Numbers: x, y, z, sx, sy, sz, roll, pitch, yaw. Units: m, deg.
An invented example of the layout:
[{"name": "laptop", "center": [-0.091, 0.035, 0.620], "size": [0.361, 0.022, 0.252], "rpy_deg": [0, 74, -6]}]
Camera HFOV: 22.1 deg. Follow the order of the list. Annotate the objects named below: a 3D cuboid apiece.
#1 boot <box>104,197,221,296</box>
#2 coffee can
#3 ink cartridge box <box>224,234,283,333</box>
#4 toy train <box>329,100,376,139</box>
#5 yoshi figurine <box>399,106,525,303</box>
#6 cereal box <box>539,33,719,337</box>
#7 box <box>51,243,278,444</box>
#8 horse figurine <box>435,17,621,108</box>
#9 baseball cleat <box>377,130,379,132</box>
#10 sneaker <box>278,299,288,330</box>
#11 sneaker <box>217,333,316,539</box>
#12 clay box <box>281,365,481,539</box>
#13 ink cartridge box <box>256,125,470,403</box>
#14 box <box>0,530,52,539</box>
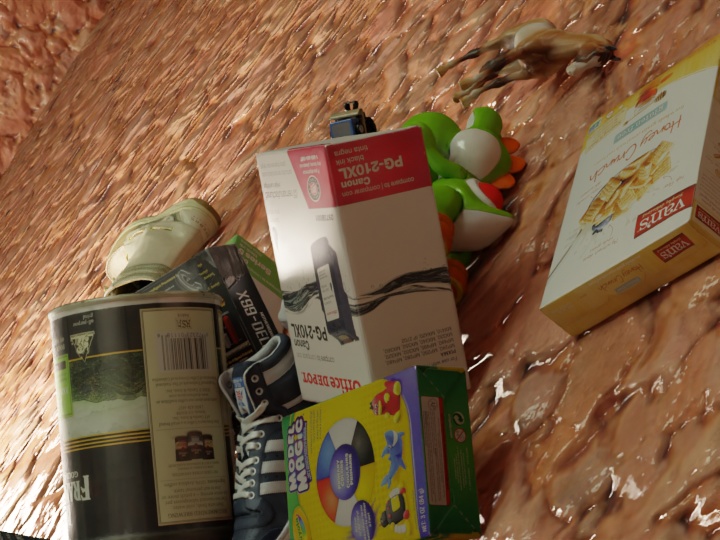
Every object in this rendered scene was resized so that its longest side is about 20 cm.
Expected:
[{"name": "boot", "center": [-0.264, 0.005, 2.196], "size": [0.200, 0.072, 0.155], "rpy_deg": [-27, 25, 43]}, {"name": "coffee can", "center": [-0.175, 0.127, 1.511], "size": [0.146, 0.146, 0.201], "rpy_deg": [-20, 74, 57]}, {"name": "ink cartridge box", "center": [-0.151, 0.085, 1.772], "size": [0.145, 0.084, 0.200], "rpy_deg": [-39, 23, 32]}, {"name": "toy train", "center": [0.003, -0.038, 1.502], "size": [0.034, 0.201, 0.046], "rpy_deg": [-10, -1, 35]}, {"name": "yoshi figurine", "center": [0.060, -0.065, 1.527], "size": [0.112, 0.112, 0.200], "rpy_deg": [-43, 16, 43]}, {"name": "cereal box", "center": [0.201, -0.061, 1.284], "size": [0.144, 0.039, 0.201], "rpy_deg": [-35, 25, 41]}, {"name": "box", "center": [-0.162, 0.091, 1.628], "size": [0.200, 0.158, 0.050], "rpy_deg": [-31, -9, 27]}, {"name": "horse figurine", "center": [0.139, -0.184, 1.611], "size": [0.132, 0.050, 0.200], "rpy_deg": [-25, 10, -1]}, {"name": "baseball cleat", "center": [-0.017, -0.021, 1.575], "size": [0.106, 0.069, 0.201], "rpy_deg": [168, 108, -69]}, {"name": "sneaker", "center": [-0.026, -0.039, 1.649], "size": [0.200, 0.115, 0.075], "rpy_deg": [-42, 9, 24]}, {"name": "sneaker", "center": [-0.080, 0.144, 1.456], "size": [0.070, 0.108, 0.201], "rpy_deg": [-18, 37, 59]}, {"name": "clay box", "center": [0.003, 0.144, 1.279], "size": [0.200, 0.047, 0.116], "rpy_deg": [-26, 64, 51]}, {"name": "ink cartridge box", "center": [0.000, 0.000, 1.388], "size": [0.084, 0.201, 0.145], "rpy_deg": [-13, 6, -23]}, {"name": "box", "center": [-0.261, 0.286, 1.470], "size": [0.200, 0.181, 0.105], "rpy_deg": [-154, 77, -71]}]
